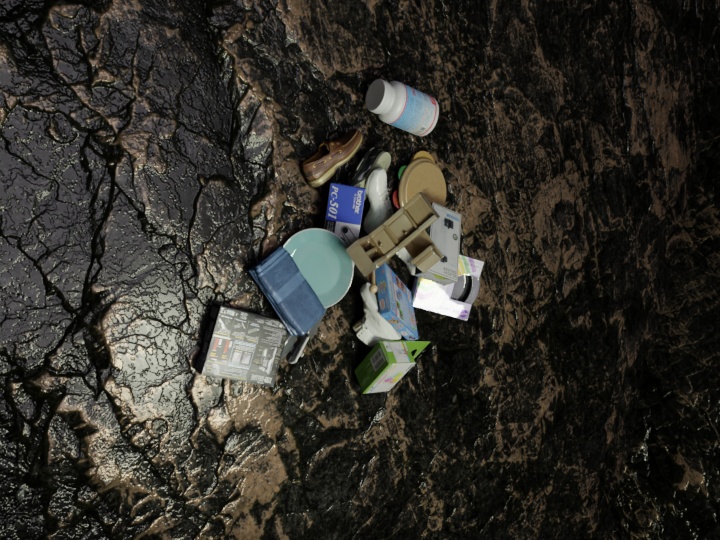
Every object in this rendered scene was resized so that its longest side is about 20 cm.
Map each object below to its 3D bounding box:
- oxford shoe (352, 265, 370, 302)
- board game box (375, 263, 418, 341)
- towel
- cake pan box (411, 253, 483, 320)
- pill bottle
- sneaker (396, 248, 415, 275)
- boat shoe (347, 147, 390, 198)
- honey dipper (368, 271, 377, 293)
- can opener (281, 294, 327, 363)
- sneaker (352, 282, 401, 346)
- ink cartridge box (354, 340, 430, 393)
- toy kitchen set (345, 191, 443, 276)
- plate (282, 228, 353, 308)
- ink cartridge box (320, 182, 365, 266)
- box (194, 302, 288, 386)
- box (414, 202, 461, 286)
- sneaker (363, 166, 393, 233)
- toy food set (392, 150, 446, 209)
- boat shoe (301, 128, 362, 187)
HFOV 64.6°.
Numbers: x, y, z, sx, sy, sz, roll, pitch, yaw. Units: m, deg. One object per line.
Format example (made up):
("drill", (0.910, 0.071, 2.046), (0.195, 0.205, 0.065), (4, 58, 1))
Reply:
("oxford shoe", (0.000, 0.000, 1.548), (0.203, 0.070, 0.072), (63, 30, -23))
("board game box", (0.100, 0.088, 1.563), (0.200, 0.036, 0.155), (44, 33, -51))
("towel", (-0.174, 0.050, 1.376), (0.111, 0.048, 0.202), (-40, 101, -33))
("cake pan box", (0.256, 0.037, 1.692), (0.195, 0.052, 0.189), (16, 97, -12))
("pill bottle", (0.112, -0.442, 1.536), (0.196, 0.107, 0.112), (9, 91, -40))
("sneaker", (0.118, -0.071, 1.624), (0.079, 0.077, 0.204), (-25, 118, -7))
("boat shoe", (-0.002, -0.239, 1.508), (0.202, 0.067, 0.072), (-52, 149, -5))
("honey dipper", (0.031, -0.015, 1.497), (0.038, 0.037, 0.203), (50, 25, -32))
("can opener", (-0.141, 0.143, 1.448), (0.066, 0.052, 0.203), (42, 70, -33))
("sneaker", (0.020, 0.130, 1.533), (0.202, 0.113, 0.075), (58, 21, -31))
("ink cartridge box", (0.103, 0.269, 1.600), (0.196, 0.077, 0.149), (5, 136, -38))
("toy kitchen set", (0.107, -0.058, 1.392), (0.165, 0.199, 0.180), (52, 21, 3))
("plate", (-0.114, -0.004, 1.428), (0.194, 0.026, 0.207), (-1, 98, -9))
("ink cartridge box", (-0.047, -0.115, 1.452), (0.091, 0.044, 0.206), (8, 100, -5))
("box", (-0.275, 0.178, 1.346), (0.197, 0.049, 0.162), (18, 85, -38))
("box", (0.220, -0.073, 1.600), (0.114, 0.060, 0.206), (19, 69, -29))
("sneaker", (0.057, -0.175, 1.508), (0.069, 0.080, 0.205), (-27, 134, -33))
("toy food set", (0.174, -0.227, 1.654), (0.198, 0.048, 0.202), (-46, 122, -25))
("boat shoe", (-0.070, -0.297, 1.432), (0.200, 0.071, 0.068), (-47, 124, -21))
